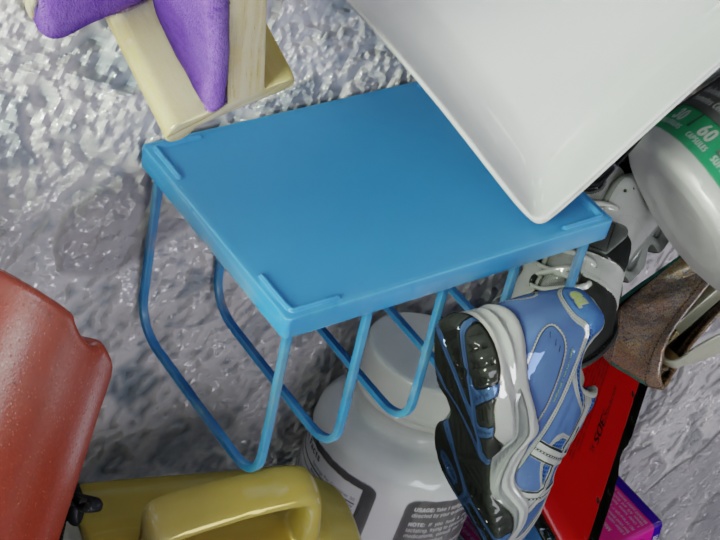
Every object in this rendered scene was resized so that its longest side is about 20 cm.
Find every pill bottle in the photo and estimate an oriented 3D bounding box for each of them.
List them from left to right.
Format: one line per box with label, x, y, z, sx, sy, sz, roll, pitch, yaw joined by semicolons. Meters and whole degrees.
pill bottle;0.014;0.130;1.045;0.110;0.111;0.201;-7;129;-39
pill bottle;0.263;-0.082;0.974;0.200;0.113;0.113;-34;141;-6

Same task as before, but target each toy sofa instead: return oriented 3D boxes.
toy sofa;-0.082;-0.134;0.682;0.097;0.083;0.200;-25;160;-15

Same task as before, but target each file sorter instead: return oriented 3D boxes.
file sorter;0.000;0.000;0.895;0.199;0.139;0.123;-17;138;-31

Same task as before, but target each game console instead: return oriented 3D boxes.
game console;0.106;0.108;1.101;0.173;0.118;0.200;60;36;-27

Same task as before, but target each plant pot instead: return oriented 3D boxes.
plant pot;-0.208;0.098;0.721;0.201;0.200;0.196;54;50;-52

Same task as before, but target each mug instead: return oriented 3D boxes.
mug;-0.073;0.176;0.929;0.152;0.186;0.150;-11;93;-19

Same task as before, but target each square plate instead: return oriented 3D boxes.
square plate;0.096;-0.160;0.837;0.198;0.028;0.200;-41;102;3

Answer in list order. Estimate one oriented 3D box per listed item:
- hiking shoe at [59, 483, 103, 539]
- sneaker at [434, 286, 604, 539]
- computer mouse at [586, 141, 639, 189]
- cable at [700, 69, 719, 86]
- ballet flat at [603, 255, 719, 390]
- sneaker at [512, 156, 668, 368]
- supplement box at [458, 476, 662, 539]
hiking shoe;-0.208;0.168;0.885;0.076;0.101;0.201;12;116;-47
sneaker;0.085;0.083;0.884;0.077;0.076;0.200;-23;148;-15
computer mouse;0.170;-0.126;0.886;0.059;0.034;0.201;20;103;-50
cable;0.178;-0.191;0.936;0.199;0.069;0.201;-5;127;-39
ballet flat;0.237;0.000;1.059;0.200;0.067;0.068;-44;146;5
sneaker;0.128;-0.019;1.017;0.200;0.074;0.089;-55;141;-45
supplement box;0.101;0.215;1.213;0.199;0.103;0.102;-20;137;-26
